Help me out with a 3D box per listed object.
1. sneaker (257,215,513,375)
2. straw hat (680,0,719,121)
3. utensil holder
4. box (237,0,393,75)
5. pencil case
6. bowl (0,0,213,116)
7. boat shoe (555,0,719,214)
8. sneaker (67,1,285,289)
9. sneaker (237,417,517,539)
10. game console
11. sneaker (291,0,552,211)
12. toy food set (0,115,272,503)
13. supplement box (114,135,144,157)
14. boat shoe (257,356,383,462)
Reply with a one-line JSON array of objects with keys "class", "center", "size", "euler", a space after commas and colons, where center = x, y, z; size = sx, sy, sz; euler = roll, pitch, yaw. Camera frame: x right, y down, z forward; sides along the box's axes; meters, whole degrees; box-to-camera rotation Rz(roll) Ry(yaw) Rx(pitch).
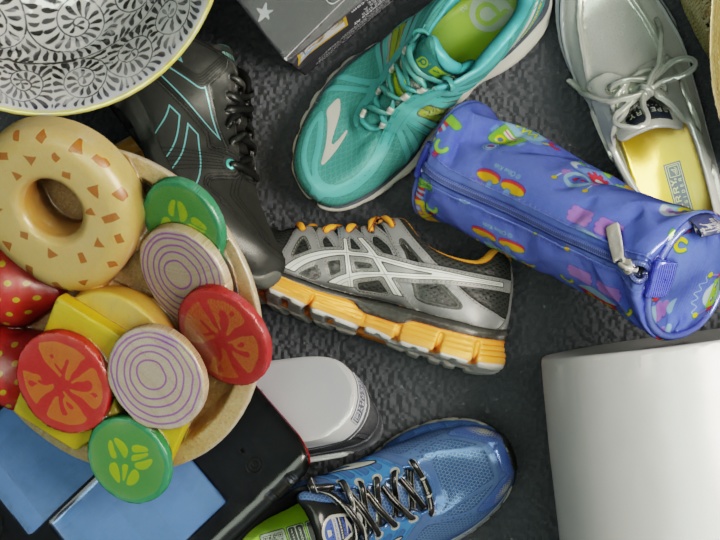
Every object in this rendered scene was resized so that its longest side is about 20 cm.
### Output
[{"class": "sneaker", "center": [0.000, 0.000, 1.244], "size": [0.199, 0.078, 0.078], "euler": [18, 84, -1]}, {"class": "straw hat", "center": [0.235, -0.160, 1.203], "size": [0.085, 0.200, 0.202], "euler": [19, 95, 46]}, {"class": "utensil holder", "center": [0.193, 0.139, 1.179], "size": [0.169, 0.170, 0.201], "euler": [-7, 90, 6]}, {"class": "box", "center": [-0.050, -0.236, 1.217], "size": [0.132, 0.115, 0.200], "euler": [-39, 89, 4]}, {"class": "pencil case", "center": [0.118, -0.030, 1.182], "size": [0.199, 0.087, 0.078], "euler": [29, 105, 35]}, {"class": "bowl", "center": [-0.176, -0.194, 1.136], "size": [0.199, 0.094, 0.202], "euler": [-2, 107, -7]}, {"class": "boat shoe", "center": [0.167, -0.093, 1.214], "size": [0.074, 0.086, 0.203], "euler": [-18, 91, 5]}, {"class": "sneaker", "center": [-0.092, -0.083, 1.180], "size": [0.079, 0.075, 0.201], "euler": [-33, 79, 1]}, {"class": "sneaker", "center": [0.002, 0.151, 1.236], "size": [0.199, 0.089, 0.079], "euler": [-24, 91, 6]}, {"class": "game console", "center": [-0.150, 0.116, 1.207], "size": [0.200, 0.031, 0.177], "euler": [-43, 61, 0]}, {"class": "sneaker", "center": [0.032, -0.119, 1.229], "size": [0.078, 0.080, 0.200], "euler": [45, 96, 2]}, {"class": "toy food set", "center": [-0.141, 0.024, 1.147], "size": [0.197, 0.049, 0.201], "euler": [30, 117, 11]}, {"class": "supplement box", "center": [-0.174, -0.025, 1.260], "size": [0.199, 0.069, 0.067], "euler": [-27, 90, 7]}, {"class": "boat shoe", "center": [-0.083, 0.087, 1.253], "size": [0.199, 0.068, 0.072], "euler": [-4, 65, 20]}]
